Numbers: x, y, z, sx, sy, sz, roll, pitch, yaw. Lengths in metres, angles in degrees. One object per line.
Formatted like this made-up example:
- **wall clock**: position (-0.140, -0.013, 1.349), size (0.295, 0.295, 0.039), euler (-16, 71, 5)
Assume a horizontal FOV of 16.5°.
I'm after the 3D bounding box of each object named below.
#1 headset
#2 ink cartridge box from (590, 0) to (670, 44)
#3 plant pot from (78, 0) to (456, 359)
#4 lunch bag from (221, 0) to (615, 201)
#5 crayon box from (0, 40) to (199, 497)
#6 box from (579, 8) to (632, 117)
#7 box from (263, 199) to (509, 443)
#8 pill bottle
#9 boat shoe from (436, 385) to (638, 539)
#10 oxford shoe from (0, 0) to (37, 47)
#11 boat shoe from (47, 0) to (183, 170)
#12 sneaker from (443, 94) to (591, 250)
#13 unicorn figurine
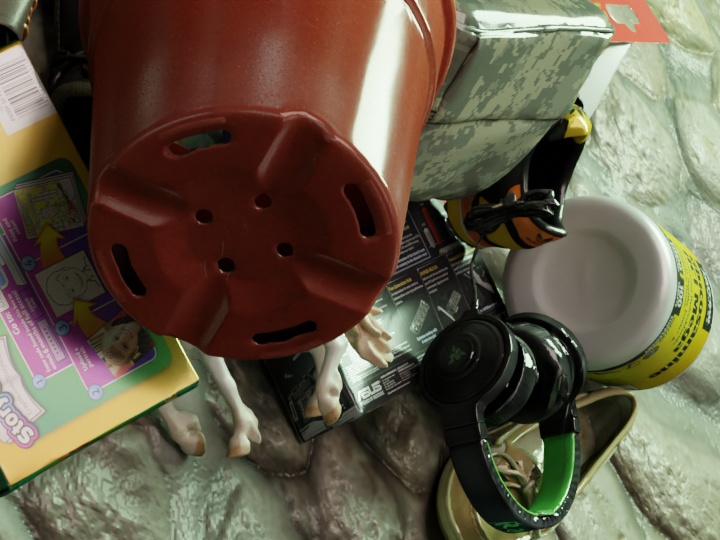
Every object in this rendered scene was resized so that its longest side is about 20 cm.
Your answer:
- **headset**: position (0.097, 0.056, 1.493), size (0.123, 0.094, 0.200), euler (1, 76, -57)
- **ink cartridge box**: position (0.152, -0.248, 1.671), size (0.200, 0.050, 0.161), euler (57, 22, 9)
- **plant pot**: position (-0.052, -0.071, 1.231), size (0.201, 0.201, 0.195), euler (43, 28, -27)
- **lunch bag**: position (0.025, -0.110, 1.442), size (0.139, 0.168, 0.200), euler (40, 24, 25)
- **crayon box**: position (-0.182, 0.000, 1.242), size (0.119, 0.058, 0.200), euler (-29, 93, -29)
- **box**: position (0.065, -0.168, 1.638), size (0.200, 0.097, 0.124), euler (45, 62, -25)
- **box**: position (0.000, 0.000, 1.522), size (0.200, 0.050, 0.158), euler (-26, 90, -55)
- **pill bottle**: position (0.172, 0.020, 1.645), size (0.200, 0.112, 0.113), euler (23, 48, -69)
- **boat shoe**: position (0.114, 0.126, 1.577), size (0.201, 0.063, 0.073), euler (-30, 93, -55)
- **oxford shoe**: position (-0.200, -0.144, 1.328), size (0.073, 0.071, 0.200), euler (49, 44, 7)
- **boat shoe**: position (-0.141, -0.097, 1.381), size (0.065, 0.073, 0.200), euler (13, 58, -54)
- **sneaker**: position (0.115, -0.109, 1.548), size (0.070, 0.090, 0.200), euler (13, 86, -42)
- **unicorn figurine**: position (-0.072, 0.031, 1.362), size (0.200, 0.074, 0.138), euler (-23, 104, -50)
